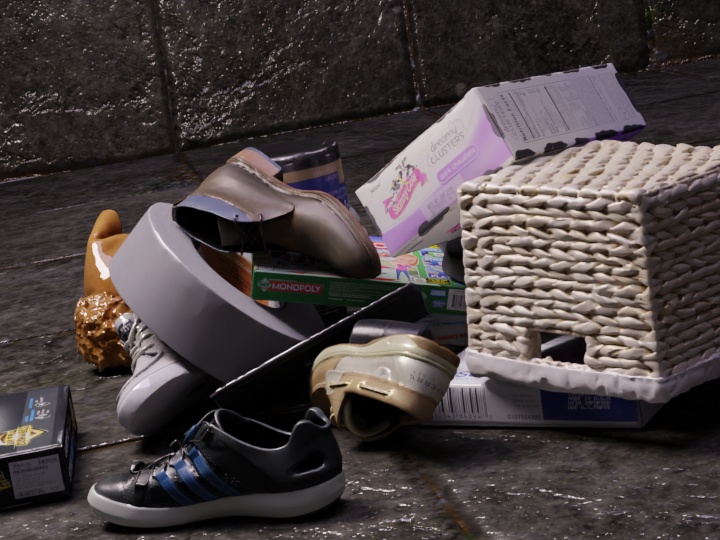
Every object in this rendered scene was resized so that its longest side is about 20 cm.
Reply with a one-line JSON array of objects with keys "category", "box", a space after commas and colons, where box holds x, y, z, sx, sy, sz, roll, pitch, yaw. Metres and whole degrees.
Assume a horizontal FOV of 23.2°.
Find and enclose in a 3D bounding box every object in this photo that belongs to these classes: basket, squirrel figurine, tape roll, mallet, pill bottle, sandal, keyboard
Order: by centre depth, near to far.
[{"category": "basket", "box": [0.208, -0.006, 1.370, 0.198, 0.162, 0.199, 6, 17, 45]}, {"category": "keyboard", "box": [-0.031, 0.074, 1.511, 0.199, 0.021, 0.127, -28, -22, -2]}, {"category": "mallet", "box": [0.050, 0.067, 1.514, 0.066, 0.041, 0.200, 6, -2, 19]}, {"category": "tape roll", "box": [-0.127, 0.025, 1.585, 0.066, 0.200, 0.200, -52, 3, 14]}, {"category": "sandal", "box": [0.104, -0.036, 1.626, 0.076, 0.043, 0.200, 10, 17, -10]}, {"category": "pill bottle", "box": [-0.061, -0.021, 1.723, 0.111, 0.201, 0.112, -9, 12, 2]}, {"category": "squirrel figurine", "box": [-0.190, 0.035, 1.805, 0.186, 0.142, 0.200, 3, 27, 7]}]

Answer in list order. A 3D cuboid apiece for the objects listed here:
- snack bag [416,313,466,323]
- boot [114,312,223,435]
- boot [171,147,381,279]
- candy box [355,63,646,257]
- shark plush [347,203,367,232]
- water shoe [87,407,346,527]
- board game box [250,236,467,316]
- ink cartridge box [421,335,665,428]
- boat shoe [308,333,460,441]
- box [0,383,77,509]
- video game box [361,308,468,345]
[{"category": "snack bag", "box": [0.145, 0.011, 1.646, 0.188, 0.022, 0.200, -4, 14, 18]}, {"category": "boot", "box": [-0.187, 0.080, 1.556, 0.095, 0.074, 0.200, 38, 17, 10]}, {"category": "boot", "box": [-0.075, -0.029, 1.537, 0.097, 0.075, 0.200, -32, 47, -28]}, {"category": "candy box", "box": [0.122, -0.097, 1.521, 0.200, 0.072, 0.168, -17, -17, -46]}, {"category": "shark plush", "box": [-0.056, -0.001, 1.847, 0.200, 0.083, 0.091, -28, 18, 48]}, {"category": "water shoe", "box": [-0.108, 0.139, 1.290, 0.199, 0.079, 0.072, -6, 12, 15]}, {"category": "board game box", "box": [0.000, 0.000, 1.593, 0.199, 0.029, 0.135, 5, 19, -6]}, {"category": "ink cartridge box", "box": [0.173, 0.081, 1.459, 0.195, 0.044, 0.200, -3, 14, 29]}, {"category": "boat shoe", "box": [0.006, 0.099, 1.398, 0.074, 0.067, 0.200, 28, -22, -16]}, {"category": "box", "box": [-0.319, 0.152, 1.465, 0.158, 0.046, 0.200, -10, 12, -5]}, {"category": "video game box", "box": [0.097, 0.032, 1.735, 0.181, 0.047, 0.200, -9, 12, 8]}]
